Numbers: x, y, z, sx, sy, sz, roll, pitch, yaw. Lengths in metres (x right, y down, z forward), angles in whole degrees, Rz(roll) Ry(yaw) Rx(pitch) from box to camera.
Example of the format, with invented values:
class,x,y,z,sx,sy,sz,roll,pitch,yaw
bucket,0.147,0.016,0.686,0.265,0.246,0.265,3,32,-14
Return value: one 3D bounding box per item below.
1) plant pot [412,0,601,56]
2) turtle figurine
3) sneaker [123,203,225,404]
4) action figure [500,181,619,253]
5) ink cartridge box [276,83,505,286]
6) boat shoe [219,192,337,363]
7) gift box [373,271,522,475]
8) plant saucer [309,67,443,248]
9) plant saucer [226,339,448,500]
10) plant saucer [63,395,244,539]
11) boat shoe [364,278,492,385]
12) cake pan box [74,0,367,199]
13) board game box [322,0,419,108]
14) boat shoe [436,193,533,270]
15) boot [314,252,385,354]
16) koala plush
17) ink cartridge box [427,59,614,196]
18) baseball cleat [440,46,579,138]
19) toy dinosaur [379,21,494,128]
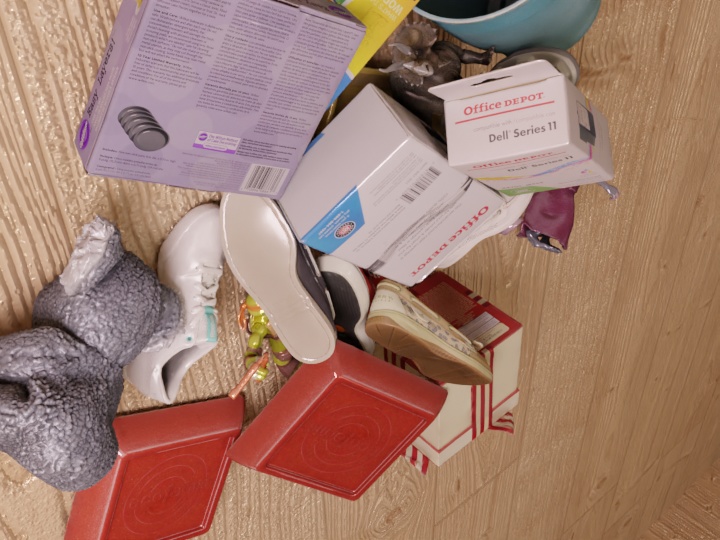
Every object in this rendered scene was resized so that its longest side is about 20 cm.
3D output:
class,x,y,z,sx,sy,sz,roll,pitch,yaw
plant pot,0.154,-0.307,0.812,0.188,0.200,0.200,15,106,-59
turtle figurine,-0.097,0.067,0.908,0.161,0.064,0.200,60,41,-57
sneaker,-0.164,0.036,0.800,0.075,0.088,0.200,18,99,-51
action figure,0.291,-0.129,1.195,0.149,0.134,0.200,16,95,-8
ink cartridge box,0.032,-0.077,0.822,0.145,0.084,0.200,-43,147,18
boat shoe,-0.080,-0.002,0.817,0.073,0.063,0.200,-21,108,15
gift box,0.111,0.149,1.105,0.184,0.200,0.187,-27,137,-24
plant saucer,0.011,-0.129,0.900,0.200,0.048,0.200,-7,123,-45
plant saucer,-0.020,0.190,0.947,0.199,0.037,0.200,28,112,-34
plant saucer,-0.227,0.248,0.927,0.199,0.037,0.200,-3,119,-47
boat shoe,0.087,0.077,0.926,0.200,0.073,0.063,36,54,-39
cake pan box,-0.112,-0.153,0.675,0.200,0.052,0.184,3,131,-38
board game box,-0.046,-0.230,0.715,0.200,0.040,0.153,-47,141,16
boat shoe,0.155,-0.083,1.073,0.200,0.071,0.069,-41,143,-16
boot,0.000,0.000,0.942,0.200,0.072,0.144,75,34,-58
koala plush,-0.240,0.065,0.690,0.200,0.184,0.177,-54,145,-21
ink cartridge box,0.155,-0.126,0.763,0.200,0.117,0.067,11,74,-58
baseball cleat,0.165,-0.195,0.858,0.106,0.200,0.070,-40,103,-32
toy dinosaur,0.069,-0.190,0.806,0.200,0.102,0.077,127,-21,-83
